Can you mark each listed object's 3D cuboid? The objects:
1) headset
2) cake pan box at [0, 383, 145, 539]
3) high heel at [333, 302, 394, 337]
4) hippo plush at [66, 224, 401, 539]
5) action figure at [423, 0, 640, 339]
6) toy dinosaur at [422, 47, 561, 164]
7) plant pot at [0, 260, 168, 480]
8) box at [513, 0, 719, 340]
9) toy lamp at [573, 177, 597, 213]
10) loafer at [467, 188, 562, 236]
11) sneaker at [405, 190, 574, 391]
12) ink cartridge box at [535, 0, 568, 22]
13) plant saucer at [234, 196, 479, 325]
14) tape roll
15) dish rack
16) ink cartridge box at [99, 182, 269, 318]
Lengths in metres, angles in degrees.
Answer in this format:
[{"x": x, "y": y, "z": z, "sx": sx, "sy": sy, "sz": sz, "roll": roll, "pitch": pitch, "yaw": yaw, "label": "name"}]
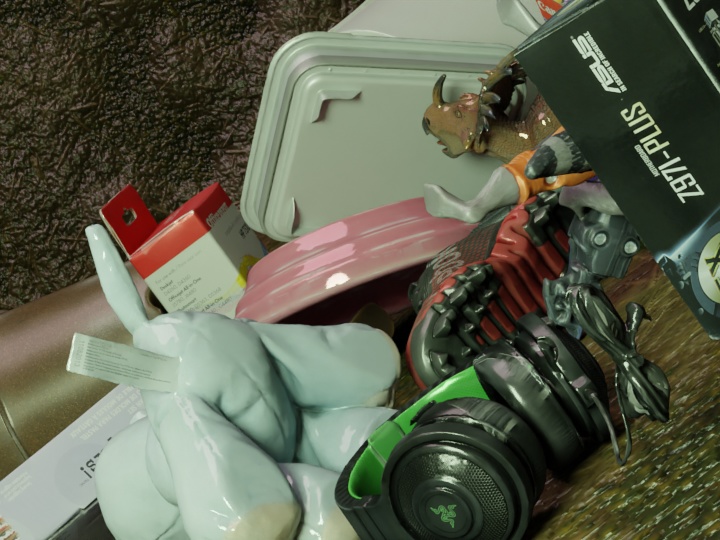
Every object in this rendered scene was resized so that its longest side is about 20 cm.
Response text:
[{"x": 0.057, "y": 0.059, "z": 0.760, "sx": 0.123, "sy": 0.094, "sz": 0.199, "roll": -43, "pitch": 15, "yaw": -33, "label": "headset"}, {"x": -0.161, "y": 0.152, "z": 1.053, "sx": 0.200, "sy": 0.052, "sz": 0.185, "roll": -41, "pitch": -17, "yaw": -28, "label": "cake pan box"}, {"x": -0.050, "y": 0.094, "z": 1.158, "sx": 0.096, "sy": 0.068, "sz": 0.200, "roll": -39, "pitch": -2, "yaw": 36, "label": "high heel"}, {"x": -0.078, "y": 0.110, "z": 0.897, "sx": 0.161, "sy": 0.198, "sz": 0.160, "roll": 126, "pitch": 154, "yaw": -43, "label": "hippo plush"}, {"x": 0.131, "y": -0.044, "z": 0.883, "sx": 0.192, "sy": 0.202, "sz": 0.105, "roll": 2, "pitch": 22, "yaw": -30, "label": "action figure"}, {"x": 0.149, "y": -0.116, "z": 1.187, "sx": 0.199, "sy": 0.136, "sz": 0.086, "roll": -36, "pitch": 8, "yaw": 4, "label": "toy dinosaur"}, {"x": -0.213, "y": 0.090, "z": 1.428, "sx": 0.197, "sy": 0.201, "sz": 0.200, "roll": -28, "pitch": 10, "yaw": 11, "label": "plant pot"}, {"x": 0.190, "y": -0.095, "z": 0.814, "sx": 0.086, "sy": 0.164, "sz": 0.200, "roll": -26, "pitch": 14, "yaw": 49, "label": "box"}, {"x": 0.197, "y": -0.065, "z": 0.998, "sx": 0.199, "sy": 0.058, "sz": 0.058, "roll": -23, "pitch": 16, "yaw": 50, "label": "toy lamp"}, {"x": 0.155, "y": -0.054, "z": 1.113, "sx": 0.200, "sy": 0.063, "sz": 0.072, "roll": -39, "pitch": 8, "yaw": 10, "label": "loafer"}, {"x": 0.065, "y": 0.026, "z": 0.994, "sx": 0.098, "sy": 0.071, "sz": 0.200, "roll": -31, "pitch": 8, "yaw": 34, "label": "sneaker"}, {"x": 0.192, "y": -0.211, "z": 1.323, "sx": 0.109, "sy": 0.201, "sz": 0.050, "roll": -38, "pitch": 39, "yaw": -9, "label": "ink cartridge box"}, {"x": 0.000, "y": 0.000, "z": 1.219, "sx": 0.199, "sy": 0.051, "sz": 0.201, "roll": -19, "pitch": -10, "yaw": -3, "label": "plant saucer"}, {"x": 0.065, "y": -0.136, "z": 1.424, "sx": 0.139, "sy": 0.203, "sz": 0.202, "roll": -44, "pitch": 11, "yaw": -37, "label": "tape roll"}, {"x": 0.022, "y": -0.084, "z": 1.265, "sx": 0.044, "sy": 0.198, "sz": 0.173, "roll": -116, "pitch": 33, "yaw": -48, "label": "dish rack"}, {"x": -0.111, "y": 0.007, "z": 1.376, "sx": 0.067, "sy": 0.201, "sz": 0.116, "roll": -34, "pitch": 9, "yaw": 11, "label": "ink cartridge box"}]
